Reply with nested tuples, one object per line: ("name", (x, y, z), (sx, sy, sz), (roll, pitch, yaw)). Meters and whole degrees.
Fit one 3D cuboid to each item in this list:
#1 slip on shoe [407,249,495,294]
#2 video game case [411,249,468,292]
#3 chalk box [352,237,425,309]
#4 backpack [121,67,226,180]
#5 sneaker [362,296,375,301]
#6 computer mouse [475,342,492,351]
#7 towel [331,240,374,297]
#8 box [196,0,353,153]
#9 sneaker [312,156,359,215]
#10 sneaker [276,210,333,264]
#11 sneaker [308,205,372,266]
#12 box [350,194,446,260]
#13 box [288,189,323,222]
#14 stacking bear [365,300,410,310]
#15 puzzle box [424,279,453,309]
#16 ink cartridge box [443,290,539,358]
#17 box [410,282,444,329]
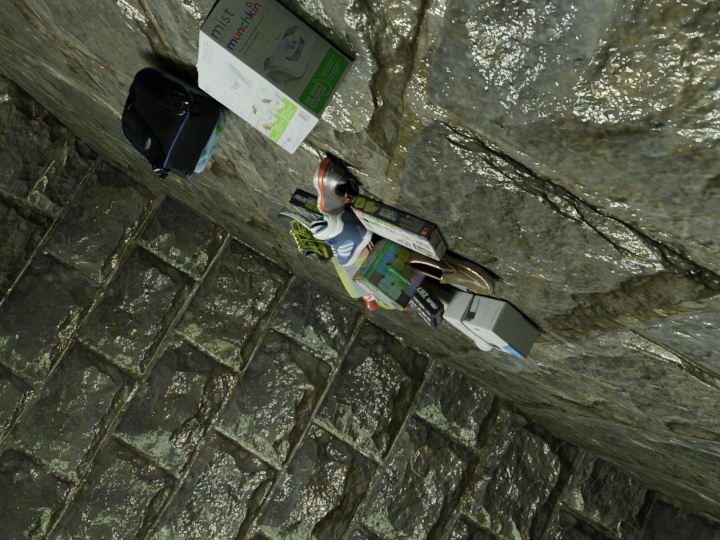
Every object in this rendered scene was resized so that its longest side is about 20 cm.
("slip on shoe", (0.194, 0.005, 1.186), (0.198, 0.061, 0.077), (32, 153, 15))
("video game case", (0.169, -0.018, 1.319), (0.197, 0.018, 0.143), (28, 170, 22))
("chalk box", (0.076, 0.005, 1.288), (0.124, 0.125, 0.200), (37, 171, -9))
("backpack", (-0.392, -0.306, 1.137), (0.199, 0.186, 0.146), (36, -165, 25))
("sneaker", (0.050, 0.054, 1.520), (0.071, 0.093, 0.200), (51, 174, -7))
("computer mouse", (0.398, 0.226, 1.754), (0.108, 0.044, 0.200), (26, 169, 25))
("towel", (0.000, 0.000, 1.469), (0.199, 0.023, 0.146), (-22, 97, 57))
("box", (-0.127, -0.266, 0.750), (0.175, 0.098, 0.200), (34, 170, -13))
("sneaker", (-0.042, -0.156, 1.124), (0.080, 0.079, 0.200), (22, 169, 12))
("sneaker", (-0.154, -0.090, 1.491), (0.197, 0.086, 0.075), (30, 171, 10))
("sneaker", (-0.064, -0.085, 1.341), (0.143, 0.082, 0.200), (14, 153, -17))
("box", (0.081, -0.092, 1.166), (0.197, 0.035, 0.110), (26, 169, 29))
("box", (-0.082, -0.129, 1.465), (0.158, 0.045, 0.200), (25, 169, 31))
("stacking bear", (0.101, 0.073, 1.697), (0.118, 0.117, 0.199), (-5, -176, -19))
("puzzle box", (0.244, 0.087, 1.585), (0.197, 0.026, 0.133), (30, 169, 14))
("ink cartridge box", (0.327, 0.133, 1.385), (0.144, 0.085, 0.199), (36, 170, -26))
("box", (0.148, 0.057, 1.486), (0.200, 0.049, 0.161), (48, 175, 18))
